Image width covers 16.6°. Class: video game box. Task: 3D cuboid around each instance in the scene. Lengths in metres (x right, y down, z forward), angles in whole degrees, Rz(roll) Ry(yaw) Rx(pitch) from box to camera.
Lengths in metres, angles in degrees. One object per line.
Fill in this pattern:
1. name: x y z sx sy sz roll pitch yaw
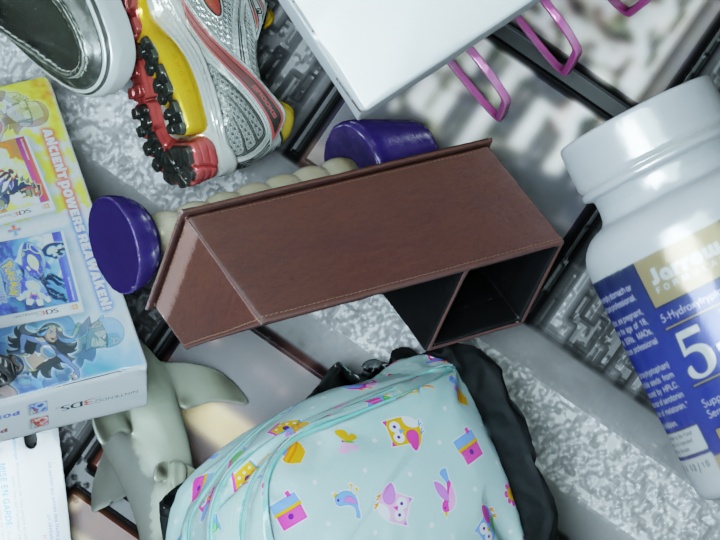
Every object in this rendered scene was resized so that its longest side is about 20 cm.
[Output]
1. video game box: -0.223 0.002 1.282 0.181 0.047 0.201 -15 57 -12

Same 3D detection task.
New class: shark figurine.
1. shark figurine: -0.127 0.118 1.311 0.128 0.089 0.215 19 45 -32

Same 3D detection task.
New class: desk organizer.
1. desk organizer: 0.000 0.000 1.262 0.199 0.072 0.077 -15 54 -35

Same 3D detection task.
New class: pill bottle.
1. pill bottle: 0.188 0.007 1.297 0.119 0.120 0.201 -27 86 0

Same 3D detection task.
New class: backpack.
1. backpack: -0.002 0.126 1.261 0.199 0.127 0.168 -18 81 -34

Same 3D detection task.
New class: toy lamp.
1. toy lamp: -0.046 -0.040 1.296 0.199 0.058 0.058 -16 86 -33

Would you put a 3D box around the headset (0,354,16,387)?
1. headset: -0.265 0.011 1.217 0.199 0.094 0.124 13 62 25

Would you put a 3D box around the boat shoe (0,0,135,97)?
1. boat shoe: -0.202 -0.165 1.326 0.200 0.064 0.071 47 129 14

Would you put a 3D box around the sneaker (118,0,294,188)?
1. sneaker: -0.096 -0.145 1.344 0.082 0.078 0.201 -14 82 -26

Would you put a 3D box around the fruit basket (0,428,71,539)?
1. fruit basket: -0.263 0.093 1.332 0.199 0.094 0.186 -7 87 -15

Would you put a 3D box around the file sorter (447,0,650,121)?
1. file sorter: 0.110 -0.186 1.299 0.200 0.139 0.126 -39 88 -1

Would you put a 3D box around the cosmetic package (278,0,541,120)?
1. cosmetic package: 0.052 -0.172 1.192 0.200 0.081 0.113 -32 91 0
